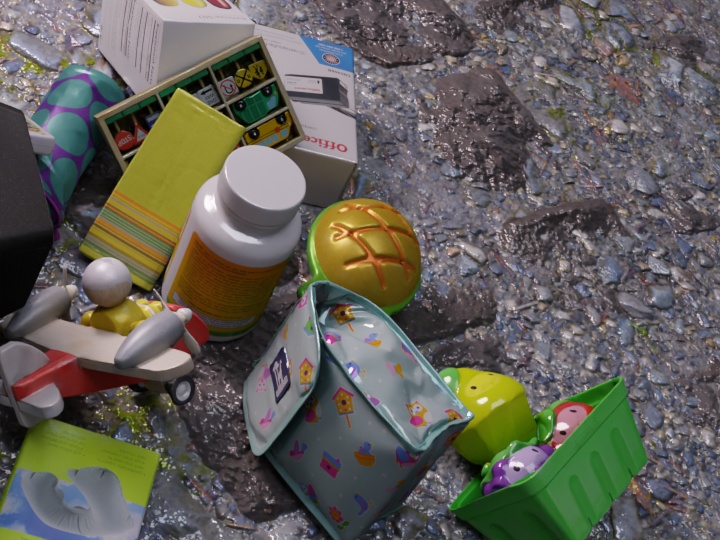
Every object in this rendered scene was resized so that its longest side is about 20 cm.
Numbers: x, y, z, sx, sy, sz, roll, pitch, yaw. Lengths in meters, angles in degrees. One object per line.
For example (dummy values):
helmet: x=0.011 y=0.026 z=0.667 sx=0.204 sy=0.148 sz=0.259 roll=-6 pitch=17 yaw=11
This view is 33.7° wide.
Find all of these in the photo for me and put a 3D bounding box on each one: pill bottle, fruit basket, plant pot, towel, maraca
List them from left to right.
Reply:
plant pot: x=-0.374 y=-0.045 z=1.017 sx=0.177 sy=0.200 sz=0.201 roll=-5 pitch=64 yaw=-31
towel: x=-0.205 y=-0.084 z=1.236 sx=0.086 sy=0.018 sz=0.201 roll=31 pitch=86 yaw=-5
pill bottle: x=-0.124 y=-0.028 z=1.187 sx=0.110 sy=0.200 sz=0.111 roll=14 pitch=48 yaw=-16
maraca: x=0.000 y=0.000 z=1.291 sx=0.137 sy=0.107 sz=0.201 roll=26 pitch=46 yaw=-7
fruit basket: x=0.168 y=0.170 z=1.220 sx=0.215 sy=0.155 sz=0.217 roll=17 pitch=59 yaw=-30

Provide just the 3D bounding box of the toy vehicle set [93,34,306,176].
toy vehicle set: x=-0.170 y=-0.153 z=1.276 sx=0.199 sy=0.026 sz=0.125 roll=-30 pitch=109 yaw=-15

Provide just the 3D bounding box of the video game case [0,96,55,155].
video game case: x=-0.425 y=-0.162 z=1.155 sx=0.199 sy=0.022 sz=0.182 roll=6 pitch=19 yaw=-42

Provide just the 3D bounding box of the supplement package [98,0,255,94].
supplement package: x=-0.214 y=-0.267 z=1.360 sx=0.113 sy=0.110 sz=0.200 roll=-5 pitch=32 yaw=-30

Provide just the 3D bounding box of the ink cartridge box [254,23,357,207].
ink cartridge box: x=-0.083 y=-0.188 z=1.422 sx=0.144 sy=0.084 sz=0.201 roll=11 pitch=50 yaw=-17

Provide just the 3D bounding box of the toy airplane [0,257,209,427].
toy airplane: x=-0.240 y=0.059 z=1.066 sx=0.199 sy=0.142 sz=0.199 roll=2 pitch=9 yaw=-3

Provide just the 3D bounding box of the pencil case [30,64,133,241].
pencil case: x=-0.315 y=-0.129 z=1.258 sx=0.093 sy=0.085 sz=0.201 roll=61 pitch=33 yaw=-35

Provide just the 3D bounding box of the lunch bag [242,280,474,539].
lunch bag: x=-0.020 y=0.129 z=1.128 sx=0.200 sy=0.171 sz=0.122 roll=47 pitch=40 yaw=16

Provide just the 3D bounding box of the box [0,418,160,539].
box: x=-0.254 y=0.230 z=1.012 sx=0.121 sy=0.048 sz=0.201 roll=20 pitch=46 yaw=-12
